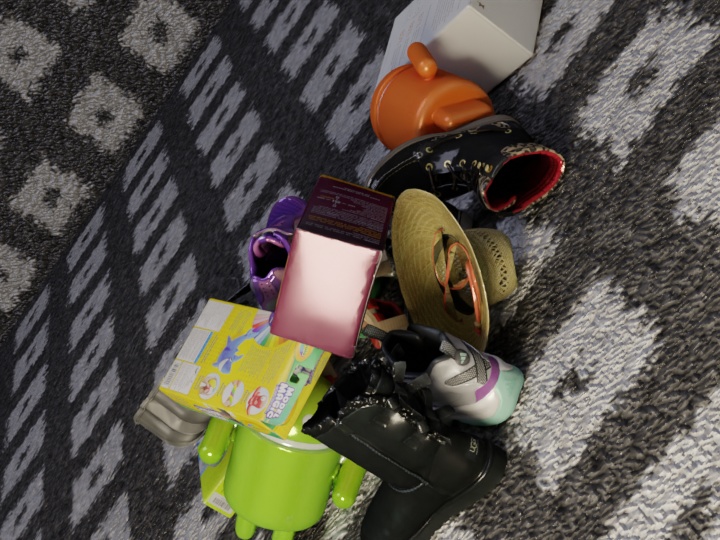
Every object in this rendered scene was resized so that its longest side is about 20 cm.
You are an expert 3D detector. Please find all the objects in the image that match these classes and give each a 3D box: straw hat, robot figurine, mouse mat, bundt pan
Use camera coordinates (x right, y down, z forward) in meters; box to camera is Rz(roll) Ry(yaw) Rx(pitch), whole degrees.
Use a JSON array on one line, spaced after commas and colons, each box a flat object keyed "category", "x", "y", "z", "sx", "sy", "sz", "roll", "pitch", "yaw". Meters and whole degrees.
[{"category": "straw hat", "x": 0.113, "y": -0.001, "z": 1.384, "sx": 0.084, "sy": 0.204, "sz": 0.201, "roll": -18, "pitch": 10, "yaw": -20}, {"category": "robot figurine", "x": -0.079, "y": 0.193, "z": 1.466, "sx": 0.116, "sy": 0.173, "sz": 0.202, "roll": -60, "pitch": -13, "yaw": -68}, {"category": "mouse mat", "x": -0.100, "y": -0.012, "z": 1.751, "sx": 0.160, "sy": 0.008, "sz": 0.200, "roll": -39, "pitch": 2, "yaw": 10}, {"category": "bundt pan", "x": -0.181, "y": 0.135, "z": 1.681, "sx": 0.202, "sy": 0.076, "sz": 0.202, "roll": -47, "pitch": -5, "yaw": -5}, {"category": "robot figurine", "x": 0.084, "y": -0.184, "z": 1.646, "sx": 0.117, "sy": 0.144, "sz": 0.200, "roll": -51, "pitch": 32, "yaw": -4}]

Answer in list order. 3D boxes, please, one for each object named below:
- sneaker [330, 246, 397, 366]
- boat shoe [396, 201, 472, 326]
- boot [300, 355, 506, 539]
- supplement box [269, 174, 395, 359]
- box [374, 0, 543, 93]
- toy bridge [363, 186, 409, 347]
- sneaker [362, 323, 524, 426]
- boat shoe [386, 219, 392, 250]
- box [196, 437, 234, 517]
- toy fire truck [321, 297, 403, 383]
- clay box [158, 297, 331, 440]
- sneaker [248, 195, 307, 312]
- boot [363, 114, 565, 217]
[{"category": "sneaker", "x": -0.012, "y": 0.055, "z": 1.625, "sx": 0.088, "sy": 0.076, "sz": 0.202, "roll": 39, "pitch": 111, "yaw": 40}, {"category": "boat shoe", "x": 0.070, "y": 0.004, "z": 1.515, "sx": 0.071, "sy": 0.063, "sz": 0.202, "roll": -36, "pitch": 30, "yaw": 44}, {"category": "boot", "x": 0.018, "y": 0.174, "z": 1.254, "sx": 0.198, "sy": 0.162, "sz": 0.074, "roll": -42, "pitch": 24, "yaw": 35}, {"category": "supplement box", "x": -0.024, "y": -0.009, "z": 1.355, "sx": 0.200, "sy": 0.084, "sz": 0.112, "roll": -75, "pitch": 1, "yaw": -72}, {"category": "box", "x": 0.126, "y": -0.297, "z": 1.751, "sx": 0.199, "sy": 0.106, "sz": 0.154, "roll": -36, "pitch": 29, "yaw": 45}, {"category": "toy bridge", "x": 0.000, "y": 0.000, "z": 1.496, "sx": 0.066, "sy": 0.027, "sz": 0.202, "roll": -16, "pitch": 54, "yaw": 0}, {"category": "sneaker", "x": 0.050, "y": 0.095, "z": 1.322, "sx": 0.199, "sy": 0.139, "sz": 0.078, "roll": -26, "pitch": 37, "yaw": 53}, {"category": "boat shoe", "x": 0.018, "y": -0.053, "z": 1.713, "sx": 0.068, "sy": 0.071, "sz": 0.199, "roll": -60, "pitch": 28, "yaw": -11}, {"category": "box", "x": -0.156, "y": 0.209, "z": 1.762, "sx": 0.122, "sy": 0.047, "sz": 0.200, "roll": -52, "pitch": 22, "yaw": 13}, {"category": "toy fire truck", "x": -0.052, "y": 0.105, "z": 1.530, "sx": 0.049, "sy": 0.197, "sz": 0.143, "roll": -123, "pitch": 38, "yaw": -47}, {"category": "clay box", "x": -0.108, "y": 0.100, "z": 1.405, "sx": 0.199, "sy": 0.048, "sz": 0.116, "roll": 11, "pitch": 66, "yaw": 45}, {"category": "sneaker", "x": -0.089, "y": -0.024, "z": 1.572, "sx": 0.080, "sy": 0.089, "sz": 0.202, "roll": -22, "pitch": 39, "yaw": 20}, {"category": "boot", "x": 0.111, "y": -0.099, "z": 1.474, "sx": 0.198, "sy": 0.074, "sz": 0.151, "roll": -21, "pitch": 23, "yaw": -12}]
